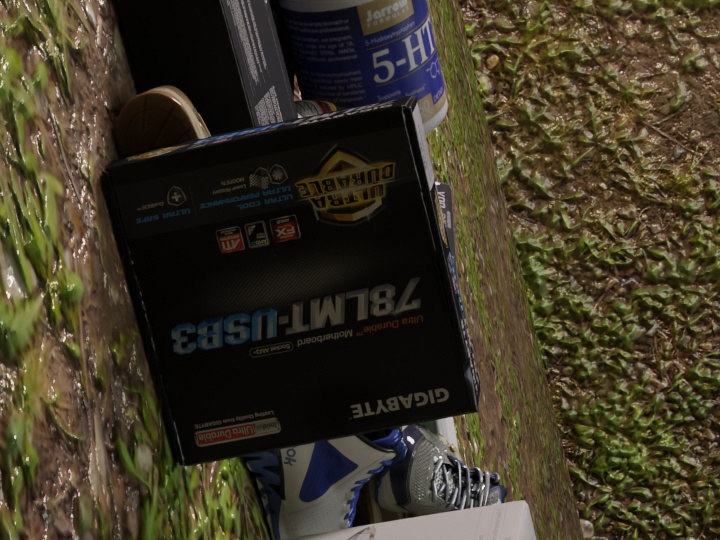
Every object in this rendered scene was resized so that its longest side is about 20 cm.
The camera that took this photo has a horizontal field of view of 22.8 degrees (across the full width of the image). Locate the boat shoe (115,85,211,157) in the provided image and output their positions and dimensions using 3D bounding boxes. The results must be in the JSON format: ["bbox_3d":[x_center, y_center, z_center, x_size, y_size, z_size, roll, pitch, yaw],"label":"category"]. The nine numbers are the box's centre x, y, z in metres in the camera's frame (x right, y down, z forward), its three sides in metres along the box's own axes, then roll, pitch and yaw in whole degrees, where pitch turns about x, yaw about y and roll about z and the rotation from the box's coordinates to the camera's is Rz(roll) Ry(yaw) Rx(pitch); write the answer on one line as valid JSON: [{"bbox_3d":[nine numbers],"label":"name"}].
[{"bbox_3d":[-0.101,-0.025,1.172,0.065,0.071,0.201,-57,134,-74],"label":"boat shoe"}]

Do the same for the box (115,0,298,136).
[{"bbox_3d":[-0.099,-0.124,1.268,0.141,0.078,0.201,-60,138,-69],"label":"box"}]

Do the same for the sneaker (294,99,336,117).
[{"bbox_3d":[-0.003,-0.051,1.389,0.082,0.078,0.201,-26,82,-40],"label":"sneaker"}]

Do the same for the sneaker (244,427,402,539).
[{"bbox_3d":[-0.017,0.146,1.324,0.081,0.114,0.200,-87,162,-49],"label":"sneaker"}]

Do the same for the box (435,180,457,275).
[{"bbox_3d":[0.000,0.000,1.451,0.050,0.157,0.201,124,-28,-46],"label":"box"}]

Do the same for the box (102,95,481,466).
[{"bbox_3d":[-0.040,0.008,1.114,0.050,0.199,0.200,-59,137,-74],"label":"box"}]

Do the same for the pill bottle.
[{"bbox_3d":[-0.004,-0.207,1.453,0.120,0.119,0.201,-82,160,-60],"label":"pill bottle"}]

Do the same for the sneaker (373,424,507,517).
[{"bbox_3d":[0.075,0.174,1.429,0.200,0.085,0.077,48,56,-60],"label":"sneaker"}]

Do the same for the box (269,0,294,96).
[{"bbox_3d":[-0.084,-0.195,1.432,0.201,0.032,0.122,70,14,-45],"label":"box"}]

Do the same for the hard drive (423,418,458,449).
[{"bbox_3d":[0.042,0.109,1.716,0.132,0.026,0.201,-26,-109,61],"label":"hard drive"}]

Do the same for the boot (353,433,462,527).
[{"bbox_3d":[0.024,0.154,1.514,0.154,0.072,0.201,-17,103,-55],"label":"boot"}]

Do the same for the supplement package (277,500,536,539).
[{"bbox_3d":[0.025,0.243,1.214,0.117,0.199,0.118,-59,137,-74],"label":"supplement package"}]
